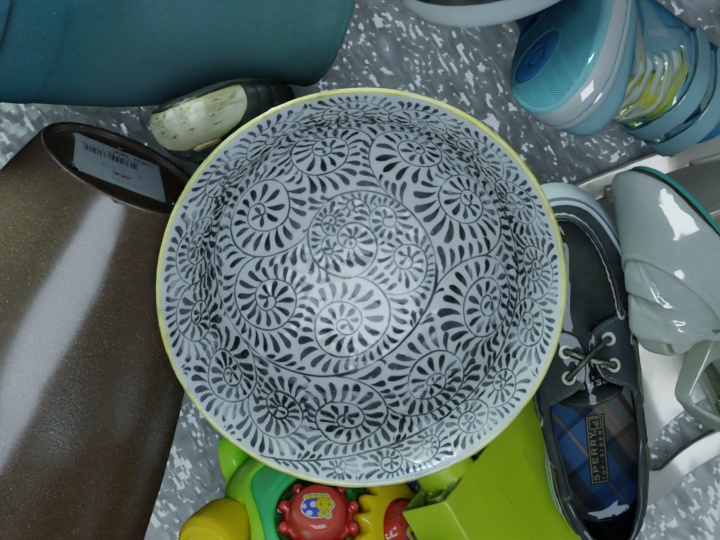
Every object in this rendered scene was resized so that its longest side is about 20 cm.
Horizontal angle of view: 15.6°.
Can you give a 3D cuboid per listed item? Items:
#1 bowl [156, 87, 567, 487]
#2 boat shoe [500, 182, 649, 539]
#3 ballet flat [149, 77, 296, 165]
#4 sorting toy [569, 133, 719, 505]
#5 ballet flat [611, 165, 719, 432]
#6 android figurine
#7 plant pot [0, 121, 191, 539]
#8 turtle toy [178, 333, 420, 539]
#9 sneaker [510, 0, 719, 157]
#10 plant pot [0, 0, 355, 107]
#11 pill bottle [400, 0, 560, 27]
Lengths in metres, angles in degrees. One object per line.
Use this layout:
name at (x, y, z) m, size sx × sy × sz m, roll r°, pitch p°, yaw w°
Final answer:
bowl at (0.000, 0.000, 1.315) m, size 0.200 × 0.094 × 0.201 m, roll 0°, pitch 103°, yaw -1°
boat shoe at (0.118, 0.053, 1.348) m, size 0.069 × 0.057 × 0.200 m, roll -13°, pitch 114°, yaw -2°
ballet flat at (-0.056, -0.062, 1.342) m, size 0.066 × 0.200 × 0.057 m, roll -15°, pitch 81°, yaw 13°
sorting toy at (0.176, 0.033, 1.428) m, size 0.200 × 0.107 × 0.180 m, roll -21°, pitch 106°, yaw 2°
ballet flat at (0.176, 0.032, 1.338) m, size 0.069 × 0.069 × 0.200 m, roll -37°, pitch 126°, yaw 4°
android figurine at (0.087, 0.144, 1.406) m, size 0.041 × 0.182 × 0.200 m, roll -17°, pitch 112°, yaw 37°
plant pot at (-0.161, 0.031, 1.348) m, size 0.187 × 0.187 × 0.200 m, roll 25°, pitch 109°, yaw -5°
turtle toy at (-0.018, 0.128, 1.397) m, size 0.101 × 0.146 × 0.200 m, roll -17°, pitch 101°, yaw 35°
sneaker at (0.146, -0.098, 1.357) m, size 0.131 × 0.200 × 0.080 m, roll 40°, pitch 113°, yaw -15°
plant pot at (-0.102, -0.173, 1.342) m, size 0.188 × 0.200 × 0.200 m, roll 6°, pitch 99°, yaw -17°
pill bottle at (0.047, -0.229, 1.278) m, size 0.112 × 0.112 × 0.200 m, roll -18°, pitch 125°, yaw 1°
